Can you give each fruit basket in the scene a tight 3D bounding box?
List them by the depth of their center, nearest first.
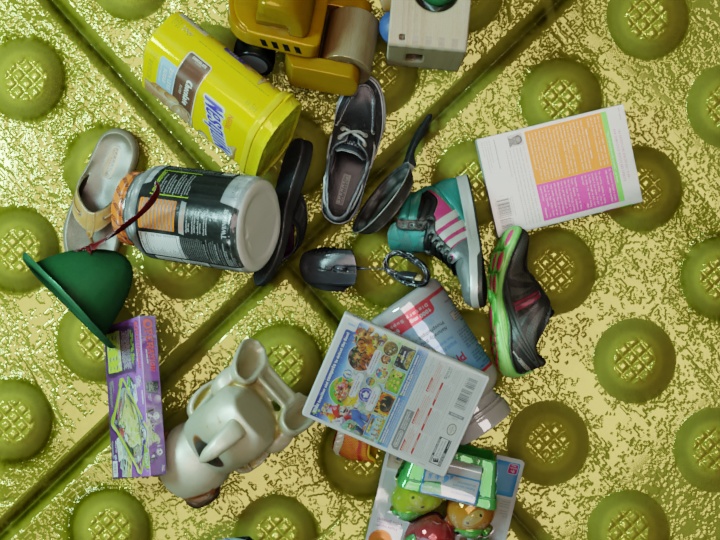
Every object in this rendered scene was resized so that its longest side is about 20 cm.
[{"bbox_3d":[0.105,0.325,1.724,0.183,0.094,0.203,14,90,0],"label":"fruit basket"}]

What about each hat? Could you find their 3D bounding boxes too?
[{"bbox_3d":[-0.313,-0.016,1.696,0.176,0.199,0.166,-46,123,-12],"label":"hat"}]

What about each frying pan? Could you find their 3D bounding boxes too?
[{"bbox_3d":[0.043,-0.116,1.743,0.031,0.115,0.191,39,45,-14],"label":"frying pan"}]

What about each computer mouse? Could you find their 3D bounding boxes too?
[{"bbox_3d":[0.000,0.000,1.709,0.198,0.034,0.060,1,95,32],"label":"computer mouse"}]

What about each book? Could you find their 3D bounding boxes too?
[{"bbox_3d":[0.263,-0.131,1.749,0.197,0.048,0.135,-13,92,1],"label":"book"}]

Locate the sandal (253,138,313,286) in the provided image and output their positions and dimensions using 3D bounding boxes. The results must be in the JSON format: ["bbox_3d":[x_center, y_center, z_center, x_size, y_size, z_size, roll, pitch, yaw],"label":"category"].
[{"bbox_3d":[-0.092,-0.072,1.740,0.048,0.075,0.203,18,89,-26],"label":"sandal"}]

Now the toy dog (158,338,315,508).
[{"bbox_3d":[-0.177,0.222,1.689,0.139,0.195,0.200,42,124,-13],"label":"toy dog"}]

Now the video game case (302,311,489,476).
[{"bbox_3d":[0.044,0.155,1.652,0.198,0.018,0.145,24,103,-2],"label":"video game case"}]

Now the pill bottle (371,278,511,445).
[{"bbox_3d":[0.108,0.121,1.716,0.108,0.109,0.201,-34,89,0],"label":"pill bottle"}]

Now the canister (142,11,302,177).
[{"bbox_3d":[-0.182,-0.225,1.698,0.199,0.149,0.087,39,67,4],"label":"canister"}]

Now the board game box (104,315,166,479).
[{"bbox_3d":[-0.293,0.166,1.706,0.032,0.120,0.203,-1,82,-30],"label":"board game box"}]

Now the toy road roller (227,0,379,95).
[{"bbox_3d":[-0.072,-0.321,1.686,0.197,0.146,0.124,12,67,-4],"label":"toy road roller"}]

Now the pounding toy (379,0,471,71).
[{"bbox_3d":[0.070,-0.366,1.672,0.140,0.200,0.187,5,90,1],"label":"pounding toy"}]

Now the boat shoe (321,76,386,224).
[{"bbox_3d":[-0.012,-0.162,1.737,0.071,0.068,0.203,16,89,0],"label":"boat shoe"}]

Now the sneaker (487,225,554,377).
[{"bbox_3d":[0.213,0.039,1.738,0.083,0.077,0.203,-4,102,-6],"label":"sneaker"}]

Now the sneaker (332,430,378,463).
[{"bbox_3d":[0.014,0.160,1.717,0.076,0.073,0.202,11,122,1],"label":"sneaker"}]

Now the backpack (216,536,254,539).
[{"bbox_3d":[-0.158,0.447,1.711,0.165,0.127,0.202,-23,87,4],"label":"backpack"}]

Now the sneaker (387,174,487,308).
[{"bbox_3d":[0.097,-0.032,1.704,0.119,0.084,0.202,-10,52,5],"label":"sneaker"}]

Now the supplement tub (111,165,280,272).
[{"bbox_3d":[-0.212,-0.069,1.689,0.198,0.122,0.124,9,90,25],"label":"supplement tub"}]

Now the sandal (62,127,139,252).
[{"bbox_3d":[-0.346,-0.092,1.746,0.079,0.054,0.203,17,90,0],"label":"sandal"}]
